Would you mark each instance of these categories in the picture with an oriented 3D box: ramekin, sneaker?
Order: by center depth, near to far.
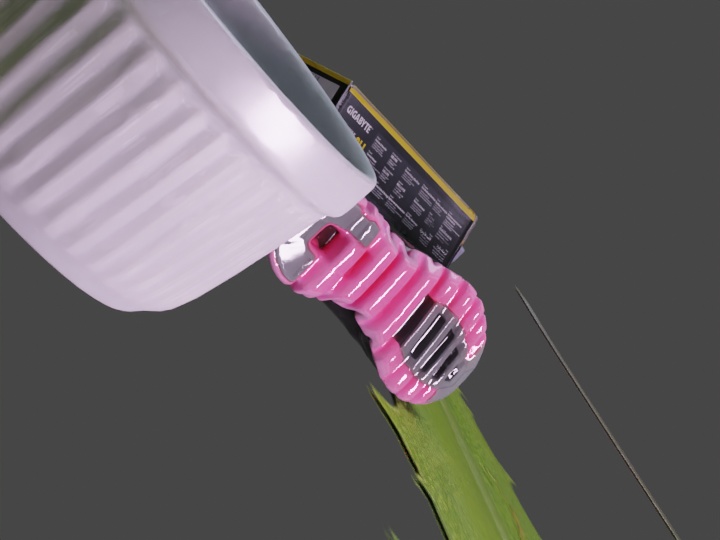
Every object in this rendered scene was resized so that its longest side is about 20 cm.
[{"bbox_3d":[-0.094,-0.078,0.766,0.200,0.105,0.200,50,7,-8],"label":"ramekin"},{"bbox_3d":[0.000,0.000,1.197,0.200,0.079,0.095,48,-4,-39],"label":"sneaker"}]

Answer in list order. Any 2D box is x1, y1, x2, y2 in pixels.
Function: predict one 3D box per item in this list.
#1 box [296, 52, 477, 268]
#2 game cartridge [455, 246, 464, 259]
[{"bbox_3d":[-0.034,-0.083,1.240,0.159,0.049,0.200,28,-8,32],"label":"box"},{"bbox_3d":[0.026,-0.095,2.027,0.200,0.040,0.133,50,3,-15],"label":"game cartridge"}]
